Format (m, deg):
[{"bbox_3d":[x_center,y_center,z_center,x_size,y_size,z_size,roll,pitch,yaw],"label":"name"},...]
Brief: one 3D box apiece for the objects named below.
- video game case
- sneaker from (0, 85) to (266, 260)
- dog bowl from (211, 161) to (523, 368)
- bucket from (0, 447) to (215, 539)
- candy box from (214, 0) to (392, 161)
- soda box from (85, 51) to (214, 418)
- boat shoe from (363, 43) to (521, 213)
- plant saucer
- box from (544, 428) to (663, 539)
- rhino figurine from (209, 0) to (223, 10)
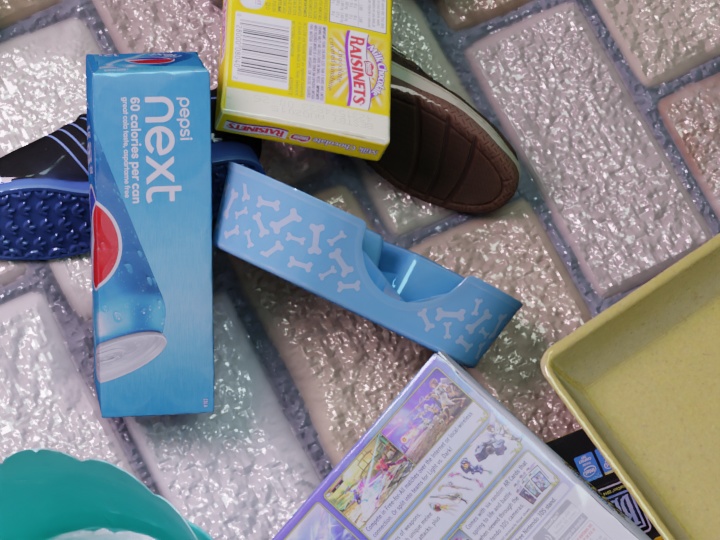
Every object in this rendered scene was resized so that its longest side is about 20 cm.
[{"bbox_3d":[0.046,0.179,1.273,0.181,0.045,0.200,42,94,6],"label":"video game case"},{"bbox_3d":[-0.158,-0.063,1.359,0.199,0.070,0.078,-10,51,-7],"label":"sneaker"},{"bbox_3d":[0.000,0.000,1.317,0.199,0.111,0.050,27,88,-27],"label":"dog bowl"},{"bbox_3d":[-0.157,0.204,1.200,0.206,0.135,0.209,-2,71,6],"label":"bucket"},{"bbox_3d":[-0.031,-0.162,1.346,0.102,0.026,0.201,11,58,-15],"label":"candy box"},{"bbox_3d":[-0.120,-0.021,1.293,0.067,0.064,0.201,-2,105,-9],"label":"soda box"},{"bbox_3d":[0.015,-0.113,1.396,0.202,0.075,0.075,32,38,-12],"label":"boat shoe"},{"bbox_3d":[0.230,0.088,1.321,0.199,0.048,0.200,-32,78,-19],"label":"plant saucer"},{"bbox_3d":[0.206,0.152,1.347,0.199,0.049,0.160,-19,73,-15],"label":"box"},{"bbox_3d":[-0.018,-0.209,1.429,0.199,0.060,0.088,3,56,-11],"label":"rhino figurine"}]
